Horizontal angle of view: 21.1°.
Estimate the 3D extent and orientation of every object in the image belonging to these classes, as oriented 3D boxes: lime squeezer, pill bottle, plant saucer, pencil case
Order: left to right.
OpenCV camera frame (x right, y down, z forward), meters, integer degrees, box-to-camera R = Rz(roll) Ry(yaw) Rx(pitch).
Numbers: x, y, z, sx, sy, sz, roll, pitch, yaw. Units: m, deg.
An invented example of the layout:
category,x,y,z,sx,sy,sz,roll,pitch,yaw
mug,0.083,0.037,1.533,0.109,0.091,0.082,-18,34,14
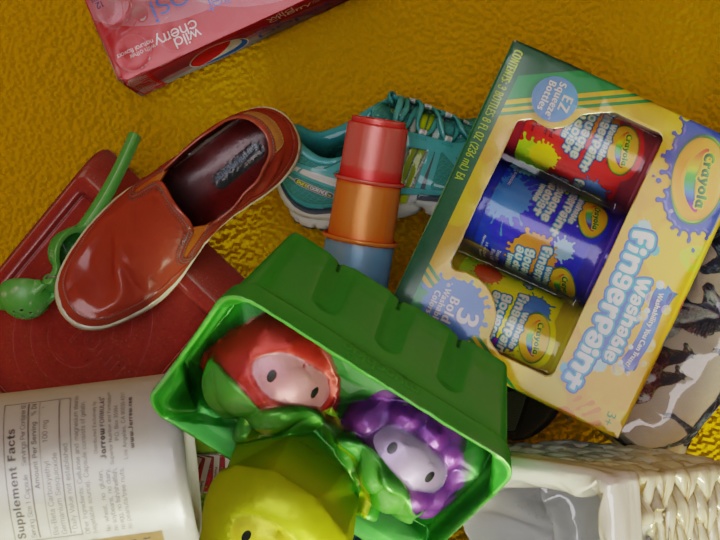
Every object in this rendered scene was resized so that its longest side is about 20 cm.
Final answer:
category,x,y,z,sx,sy,sz,roll,pitch,yaw
pill bottle,-0.206,0.133,1.228,0.199,0.114,0.115,-7,88,-1
lime squeezer,-0.214,-0.009,1.322,0.200,0.071,0.038,-39,125,9
plant saucer,-0.186,0.043,1.330,0.200,0.037,0.200,42,94,24
pencil case,0.222,0.038,1.282,0.089,0.078,0.200,36,93,23

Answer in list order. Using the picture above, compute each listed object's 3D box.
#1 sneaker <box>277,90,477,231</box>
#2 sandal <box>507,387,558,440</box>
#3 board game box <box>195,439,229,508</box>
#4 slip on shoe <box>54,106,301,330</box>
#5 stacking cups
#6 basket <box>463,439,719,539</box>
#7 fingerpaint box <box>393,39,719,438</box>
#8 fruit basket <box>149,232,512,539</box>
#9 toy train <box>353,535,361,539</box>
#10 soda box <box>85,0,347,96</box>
category,x,y,z,sx,sy,sz,roll,pitch,yaw
sneaker,0.038,-0.081,1.297,0.199,0.078,0.080,-12,121,7
sandal,0.140,0.022,1.306,0.082,0.054,0.201,9,78,48
board game box,-0.036,0.124,1.330,0.199,0.048,0.102,-1,89,8
slip on shoe,-0.125,-0.037,1.269,0.200,0.061,0.074,-39,81,6
stacking cups,0.000,0.000,1.265,0.060,0.061,0.201,12,95,8
basket,0.139,0.177,1.220,0.123,0.200,0.136,-6,94,-36
fingerpaint box,0.131,-0.019,1.224,0.166,0.073,0.201,26,90,8
fruit basket,-0.028,0.111,1.141,0.216,0.215,0.156,46,136,6
toy train,0.026,0.209,1.224,0.200,0.084,0.116,-19,64,46
soda box,-0.084,-0.195,1.337,0.199,0.063,0.070,-24,86,6
